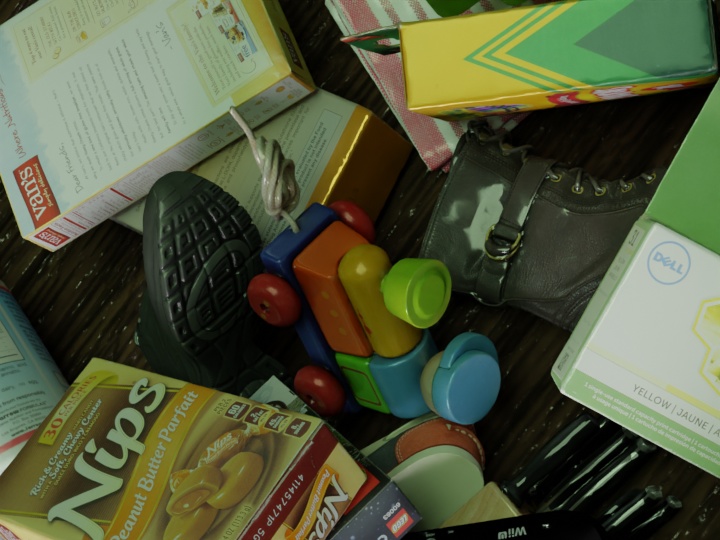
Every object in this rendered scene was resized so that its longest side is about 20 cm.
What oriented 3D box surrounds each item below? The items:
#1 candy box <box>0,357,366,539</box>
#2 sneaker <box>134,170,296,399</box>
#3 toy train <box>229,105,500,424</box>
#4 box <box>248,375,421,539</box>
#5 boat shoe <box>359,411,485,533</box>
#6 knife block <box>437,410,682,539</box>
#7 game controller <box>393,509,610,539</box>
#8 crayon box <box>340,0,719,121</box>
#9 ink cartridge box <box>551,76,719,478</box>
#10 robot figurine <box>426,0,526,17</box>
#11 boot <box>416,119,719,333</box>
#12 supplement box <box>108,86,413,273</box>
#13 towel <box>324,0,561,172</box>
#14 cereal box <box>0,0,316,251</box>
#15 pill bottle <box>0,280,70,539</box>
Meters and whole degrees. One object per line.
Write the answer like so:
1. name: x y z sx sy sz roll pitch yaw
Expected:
1. candy box: -0.106 0.121 1.023 0.200 0.055 0.116 11 56 44
2. sneaker: -0.100 0.028 1.104 0.076 0.200 0.091 -34 41 -32
3. toy train: 0.000 0.000 1.041 0.116 0.200 0.085 13 48 44
4. box: -0.080 0.163 1.036 0.200 0.038 0.137 -43 37 -9
5. boat shoe: -0.014 0.148 1.094 0.200 0.071 0.063 -35 23 15
6. knife block: 0.074 0.156 1.050 0.200 0.064 0.176 1 76 25
7. game controller: 0.042 0.188 0.996 0.200 0.042 0.105 -12 72 21
8. crayon box: 0.100 -0.118 1.055 0.200 0.127 0.051 -6 91 13
9. ink cartridge box: 0.211 0.006 0.990 0.145 0.048 0.200 28 97 -6
10. robot figurine: 0.105 -0.233 1.083 0.200 0.116 0.176 -36 75 7
11. boot: 0.129 -0.046 1.077 0.174 0.069 0.200 29 89 28
12. supplement box: -0.085 -0.067 1.174 0.200 0.074 0.126 26 88 27
13. towel: 0.089 -0.170 1.148 0.200 0.030 0.146 -36 66 11
14. cereal box: -0.140 -0.121 1.148 0.200 0.040 0.144 -30 66 15
15. pill bottle: -0.250 0.070 1.192 0.109 0.109 0.200 -41 64 9
